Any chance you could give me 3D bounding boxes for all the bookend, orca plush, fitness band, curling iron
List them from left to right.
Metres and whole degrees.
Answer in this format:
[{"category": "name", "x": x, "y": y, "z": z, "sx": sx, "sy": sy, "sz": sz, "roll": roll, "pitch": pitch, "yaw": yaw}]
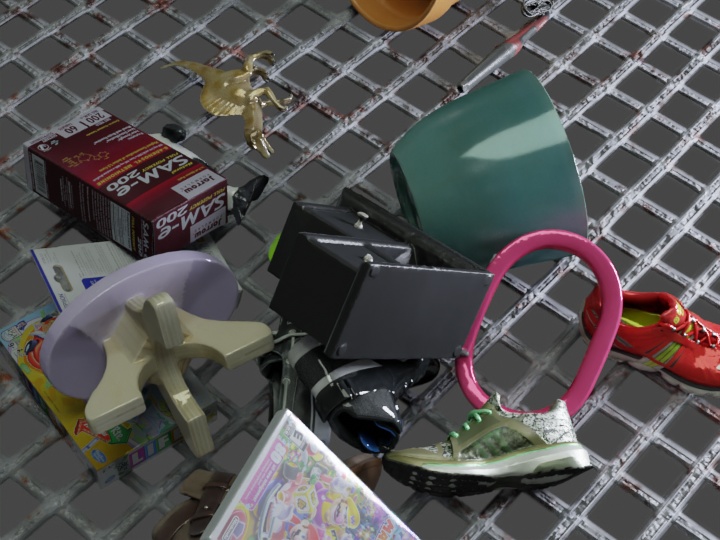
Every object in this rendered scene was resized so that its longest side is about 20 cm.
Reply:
[{"category": "orca plush", "x": -0.176, "y": -0.104, "z": 1.580, "sx": 0.199, "sy": 0.106, "sz": 0.071, "roll": 7, "pitch": 6, "yaw": 34}, {"category": "bookend", "x": -0.017, "y": -0.004, "z": 1.346, "sx": 0.200, "sy": 0.092, "sz": 0.198, "roll": 32, "pitch": 16, "yaw": 34}, {"category": "curling iron", "x": 0.172, "y": -0.275, "z": 1.757, "sx": 0.050, "sy": 0.026, "sz": 0.200, "roll": 47, "pitch": 60, "yaw": -12}, {"category": "fitness band", "x": 0.173, "y": 0.058, "z": 1.419, "sx": 0.143, "sy": 0.037, "sz": 0.201, "roll": 23, "pitch": 86, "yaw": 8}]

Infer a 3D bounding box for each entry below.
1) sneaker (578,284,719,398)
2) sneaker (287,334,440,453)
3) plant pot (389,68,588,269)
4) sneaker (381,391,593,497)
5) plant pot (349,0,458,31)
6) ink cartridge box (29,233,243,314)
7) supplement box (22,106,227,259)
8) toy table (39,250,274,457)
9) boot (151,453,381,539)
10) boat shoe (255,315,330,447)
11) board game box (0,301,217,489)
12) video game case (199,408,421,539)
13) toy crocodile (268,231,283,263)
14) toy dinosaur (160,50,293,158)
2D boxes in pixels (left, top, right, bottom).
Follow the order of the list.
[{"category": "sneaker", "x": 0.315, "y": 0.065, "z": 1.448, "sx": 0.199, "sy": 0.085, "sz": 0.077, "roll": 14, "pitch": 53, "yaw": 11}, {"category": "sneaker", "x": 0.020, "y": 0.122, "z": 1.365, "sx": 0.200, "sy": 0.073, "sz": 0.112, "roll": 9, "pitch": 47, "yaw": -50}, {"category": "plant pot", "x": 0.123, "y": -0.089, "z": 1.504, "sx": 0.160, "sy": 0.201, "sz": 0.201, "roll": -17, "pitch": 53, "yaw": -5}, {"category": "sneaker", "x": 0.115, "y": 0.160, "z": 1.364, "sx": 0.199, "sy": 0.077, "sz": 0.089, "roll": -1, "pitch": 64, "yaw": -13}, {"category": "plant pot", "x": 0.080, "y": -0.402, "z": 1.768, "sx": 0.140, "sy": 0.201, "sz": 0.200, "roll": -21, "pitch": 52, "yaw": -37}, {"category": "ink cartridge box", "x": -0.227, "y": 0.009, "z": 1.469, "sx": 0.199, "sy": 0.037, "sz": 0.095, "roll": -5, "pitch": 45, "yaw": -33}, {"category": "supplement box", "x": -0.244, "y": -0.091, "z": 1.511, "sx": 0.200, "sy": 0.061, "sz": 0.109, "roll": 29, "pitch": 45, "yaw": 29}, {"category": "toy table", "x": -0.182, "y": 0.072, "z": 1.336, "sx": 0.200, "sy": 0.184, "sz": 0.117, "roll": -35, "pitch": 43, "yaw": -13}, {"category": "boot", "x": -0.089, "y": 0.212, "z": 1.331, "sx": 0.146, "sy": 0.071, "sz": 0.200, "roll": 13, "pitch": 29, "yaw": 28}, {"category": "boat shoe", "x": -0.071, "y": 0.086, "z": 1.428, "sx": 0.068, "sy": 0.074, "sz": 0.200, "roll": 6, "pitch": 59, "yaw": -16}, {"category": "board game box", "x": -0.251, "y": 0.103, "z": 1.432, "sx": 0.134, "sy": 0.034, "sz": 0.200, "roll": -30, "pitch": 57, "yaw": -24}, {"category": "video game case", "x": -0.033, "y": 0.237, "z": 1.255, "sx": 0.200, "sy": 0.018, "sz": 0.143, "roll": 47, "pitch": 52, "yaw": -20}, {"category": "toy crocodile", "x": 0.000, "y": 0.000, "z": 1.505, "sx": 0.199, "sy": 0.068, "sz": 0.062, "roll": 20, "pitch": 60, "yaw": 17}, {"category": "toy dinosaur", "x": -0.146, "y": -0.215, "z": 1.682, "sx": 0.101, "sy": 0.058, "sz": 0.200, "roll": -31, "pitch": 58, "yaw": -23}]
